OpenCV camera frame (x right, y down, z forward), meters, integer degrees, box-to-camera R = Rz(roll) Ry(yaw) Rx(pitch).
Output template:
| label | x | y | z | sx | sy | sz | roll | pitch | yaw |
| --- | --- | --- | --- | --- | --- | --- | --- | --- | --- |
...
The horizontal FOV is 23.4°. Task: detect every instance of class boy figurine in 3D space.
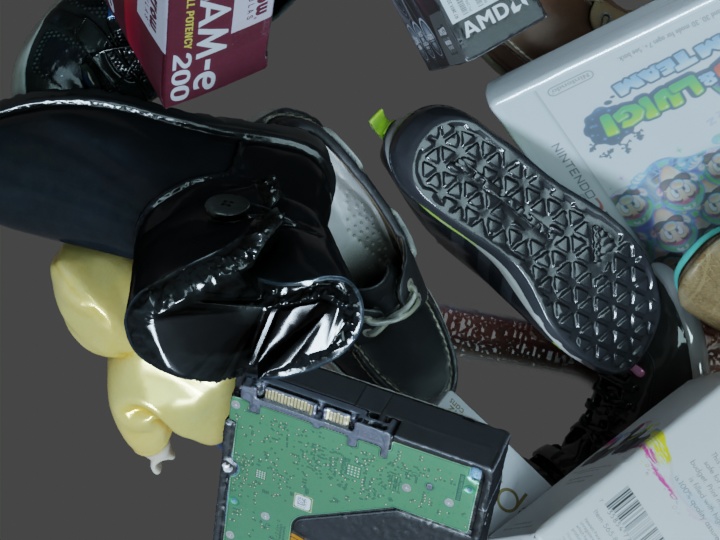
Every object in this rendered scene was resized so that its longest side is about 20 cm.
| label | x | y | z | sx | sy | sz | roll | pitch | yaw |
| --- | --- | --- | --- | --- | --- | --- | --- | --- | --- |
| boy figurine | -0.085 | 0.053 | 0.920 | 0.200 | 0.064 | 0.124 | 33 | 106 | -19 |

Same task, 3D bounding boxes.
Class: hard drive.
| label | x | y | z | sx | sy | sz | roll | pitch | yaw |
| --- | --- | --- | --- | --- | --- | --- | --- | --- | --- |
| hard drive | -0.007 | 0.145 | 0.897 | 0.139 | 0.038 | 0.200 | 17 | 127 | 13 |

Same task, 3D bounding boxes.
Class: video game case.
| label | x | y | z | sx | sy | sz | roll | pitch | yaw |
| --- | --- | --- | --- | --- | --- | --- | --- | --- | --- |
| video game case | 0.197 | -0.080 | 0.951 | 0.200 | 0.024 | 0.182 | -25 | 132 | 19 |

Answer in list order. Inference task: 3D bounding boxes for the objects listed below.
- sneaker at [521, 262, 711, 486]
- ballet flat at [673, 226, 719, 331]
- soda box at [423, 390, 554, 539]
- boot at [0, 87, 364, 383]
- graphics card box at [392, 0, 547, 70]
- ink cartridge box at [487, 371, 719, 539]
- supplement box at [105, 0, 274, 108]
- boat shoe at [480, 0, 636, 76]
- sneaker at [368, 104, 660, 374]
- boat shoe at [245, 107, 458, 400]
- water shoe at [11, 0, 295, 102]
| label | x | y | z | sx | sy | sz | roll | pitch | yaw |
| --- | --- | --- | --- | --- | --- | --- | --- | --- | --- |
| sneaker | 0.140 | 0.096 | 1.006 | 0.099 | 0.071 | 0.201 | -4 | 108 | -25 |
| ballet flat | 0.231 | 0.024 | 0.982 | 0.068 | 0.200 | 0.072 | -41 | 69 | 8 |
| soda box | 0.088 | 0.159 | 0.943 | 0.200 | 0.064 | 0.068 | 44 | 67 | -6 |
| boot | -0.101 | -0.018 | 0.813 | 0.200 | 0.168 | 0.077 | 4 | 117 | -6 |
| graphics card box | 0.017 | -0.199 | 0.875 | 0.051 | 0.125 | 0.200 | -30 | 98 | -4 |
| ink cartridge box | 0.180 | 0.130 | 0.912 | 0.200 | 0.068 | 0.115 | -34 | 91 | -23 |
| supplement box | -0.108 | -0.189 | 0.806 | 0.061 | 0.109 | 0.200 | -25 | 72 | -17 |
| boat shoe | 0.142 | -0.119 | 0.983 | 0.200 | 0.072 | 0.076 | 28 | 86 | -23 |
| sneaker | 0.086 | -0.024 | 0.967 | 0.200 | 0.083 | 0.072 | 45 | 82 | -16 |
| boat shoe | 0.000 | 0.000 | 0.949 | 0.074 | 0.060 | 0.200 | -32 | 108 | -15 |
| water shoe | -0.092 | -0.136 | 0.883 | 0.200 | 0.079 | 0.072 | -40 | 109 | -12 |
